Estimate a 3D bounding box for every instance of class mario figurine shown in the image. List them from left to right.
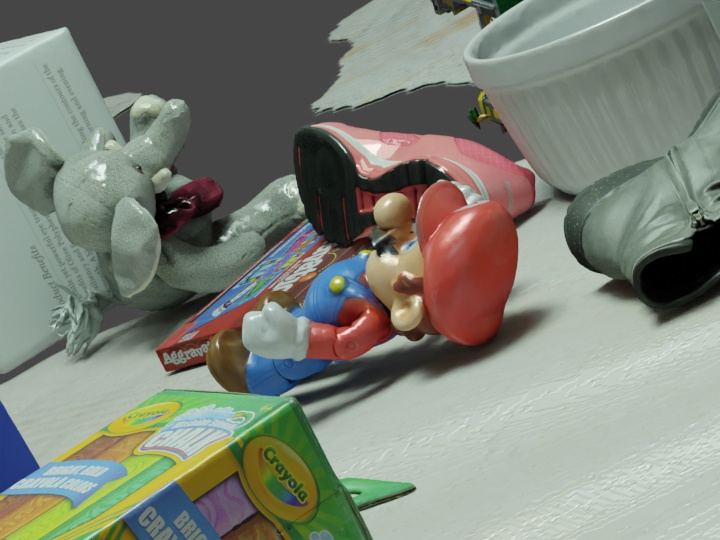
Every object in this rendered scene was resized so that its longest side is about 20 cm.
[{"bbox_3d":[0.000,0.000,1.507,0.200,0.106,0.124,-26,45,37],"label":"mario figurine"}]

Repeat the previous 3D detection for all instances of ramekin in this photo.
[{"bbox_3d":[0.174,-0.129,1.683,0.200,0.105,0.200,-25,14,7],"label":"ramekin"}]

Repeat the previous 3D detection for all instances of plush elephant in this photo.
[{"bbox_3d":[-0.151,-0.049,1.849,0.200,0.165,0.155,-46,-22,-16],"label":"plush elephant"}]

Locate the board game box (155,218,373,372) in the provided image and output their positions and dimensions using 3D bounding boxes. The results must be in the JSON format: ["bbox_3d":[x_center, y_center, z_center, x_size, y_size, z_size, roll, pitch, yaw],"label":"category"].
[{"bbox_3d":[-0.041,0.003,1.774,0.103,0.019,0.200,-15,17,36],"label":"board game box"}]

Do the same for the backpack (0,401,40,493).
[{"bbox_3d":[-0.281,0.137,1.410,0.199,0.163,0.168,-22,17,13],"label":"backpack"}]

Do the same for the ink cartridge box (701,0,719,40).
[{"bbox_3d":[0.273,-0.178,1.591,0.083,0.146,0.200,-20,15,32],"label":"ink cartridge box"}]

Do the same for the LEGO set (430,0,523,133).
[{"bbox_3d":[0.125,-0.194,1.918,0.200,0.154,0.116,-39,34,-19],"label":"LEGO set"}]

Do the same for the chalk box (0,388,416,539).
[{"bbox_3d":[-0.070,0.128,1.127,0.200,0.124,0.125,-34,16,-28],"label":"chalk box"}]

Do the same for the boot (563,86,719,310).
[{"bbox_3d":[0.208,-0.047,1.423,0.200,0.068,0.131,-36,19,-8],"label":"boot"}]

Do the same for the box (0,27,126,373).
[{"bbox_3d":[-0.270,-0.050,2.017,0.171,0.199,0.200,-32,13,-22],"label":"box"}]

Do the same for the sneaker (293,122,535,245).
[{"bbox_3d":[0.034,-0.053,1.739,0.087,0.074,0.200,-13,20,-35],"label":"sneaker"}]
